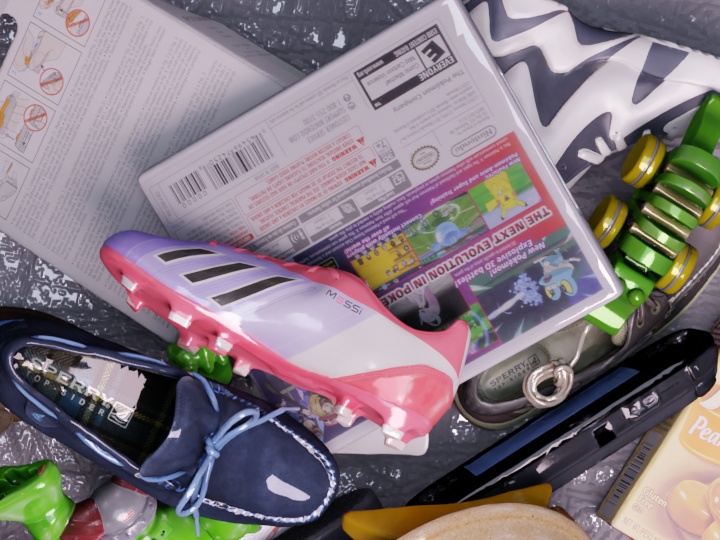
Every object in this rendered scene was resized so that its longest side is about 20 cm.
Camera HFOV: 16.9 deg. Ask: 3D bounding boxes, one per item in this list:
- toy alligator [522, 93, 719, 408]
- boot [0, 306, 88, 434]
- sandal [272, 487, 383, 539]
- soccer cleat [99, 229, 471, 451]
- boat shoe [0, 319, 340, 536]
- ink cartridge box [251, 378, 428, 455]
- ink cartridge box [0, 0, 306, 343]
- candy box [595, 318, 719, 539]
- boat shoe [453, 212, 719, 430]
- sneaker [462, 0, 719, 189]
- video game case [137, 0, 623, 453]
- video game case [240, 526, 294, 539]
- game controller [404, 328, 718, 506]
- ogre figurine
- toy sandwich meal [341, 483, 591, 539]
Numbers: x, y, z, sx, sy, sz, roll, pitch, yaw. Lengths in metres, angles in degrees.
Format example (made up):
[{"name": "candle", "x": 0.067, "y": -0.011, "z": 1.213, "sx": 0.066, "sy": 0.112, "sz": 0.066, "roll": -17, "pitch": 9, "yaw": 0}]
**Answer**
[{"name": "toy alligator", "x": 0.152, "y": -0.006, "z": 1.329, "sx": 0.059, "sy": 0.054, "sz": 0.201, "roll": 31, "pitch": 93, "yaw": -9}, {"name": "boot", "x": -0.214, "y": 0.073, "z": 1.379, "sx": 0.199, "sy": 0.075, "sz": 0.097, "roll": 20, "pitch": 116, "yaw": -16}, {"name": "sandal", "x": -0.067, "y": 0.192, "z": 1.357, "sx": 0.199, "sy": 0.076, "sz": 0.043, "roll": -31, "pitch": 97, "yaw": -3}, {"name": "soccer cleat", "x": -0.039, "y": 0.021, "z": 1.265, "sx": 0.199, "sy": 0.067, "sz": 0.077, "roll": 27, "pitch": 76, "yaw": 8}, {"name": "boat shoe", "x": -0.103, "y": 0.087, "z": 1.247, "sx": 0.199, "sy": 0.069, "sz": 0.085, "roll": 18, "pitch": 86, "yaw": -12}, {"name": "ink cartridge box", "x": 0.000, "y": 0.000, "z": 1.360, "sx": 0.116, "sy": 0.067, "sz": 0.201, "roll": 0, "pitch": 91, "yaw": 26}, {"name": "ink cartridge box", "x": -0.139, "y": -0.078, "z": 1.358, "sx": 0.199, "sy": 0.050, "sz": 0.162, "roll": 32, "pitch": 106, "yaw": 20}, {"name": "candy box", "x": 0.240, "y": 0.092, "z": 1.407, "sx": 0.115, "sy": 0.055, "sz": 0.201, "roll": 33, "pitch": 89, "yaw": -6}, {"name": "boat shoe", "x": 0.139, "y": 0.022, "z": 1.392, "sx": 0.200, "sy": 0.066, "sz": 0.072, "roll": -37, "pitch": 94, "yaw": -3}, {"name": "sneaker", "x": 0.136, "y": -0.074, "z": 1.386, "sx": 0.198, "sy": 0.079, "sz": 0.130, "roll": 18, "pitch": 95, "yaw": -9}, {"name": "video game case", "x": 0.010, "y": -0.020, "z": 1.285, "sx": 0.199, "sy": 0.023, "sz": 0.183, "roll": -29, "pitch": 95, "yaw": 13}, {"name": "video game case", "x": -0.043, "y": 0.221, "z": 1.407, "sx": 0.200, "sy": 0.017, "sz": 0.143, "roll": 37, "pitch": 88, "yaw": -4}, {"name": "game controller", "x": 0.112, "y": 0.092, "z": 1.372, "sx": 0.199, "sy": 0.104, "sz": 0.042, "roll": -32, "pitch": 101, "yaw": -3}, {"name": "ogre figurine", "x": -0.133, "y": 0.133, "z": 1.320, "sx": 0.200, "sy": 0.098, "sz": 0.120, "roll": -46, "pitch": 118, "yaw": -24}, {"name": "toy sandwich meal", "x": 0.048, "y": 0.188, "z": 1.305, "sx": 0.204, "sy": 0.070, "sz": 0.206, "roll": -15, "pitch": 127, "yaw": -20}]
